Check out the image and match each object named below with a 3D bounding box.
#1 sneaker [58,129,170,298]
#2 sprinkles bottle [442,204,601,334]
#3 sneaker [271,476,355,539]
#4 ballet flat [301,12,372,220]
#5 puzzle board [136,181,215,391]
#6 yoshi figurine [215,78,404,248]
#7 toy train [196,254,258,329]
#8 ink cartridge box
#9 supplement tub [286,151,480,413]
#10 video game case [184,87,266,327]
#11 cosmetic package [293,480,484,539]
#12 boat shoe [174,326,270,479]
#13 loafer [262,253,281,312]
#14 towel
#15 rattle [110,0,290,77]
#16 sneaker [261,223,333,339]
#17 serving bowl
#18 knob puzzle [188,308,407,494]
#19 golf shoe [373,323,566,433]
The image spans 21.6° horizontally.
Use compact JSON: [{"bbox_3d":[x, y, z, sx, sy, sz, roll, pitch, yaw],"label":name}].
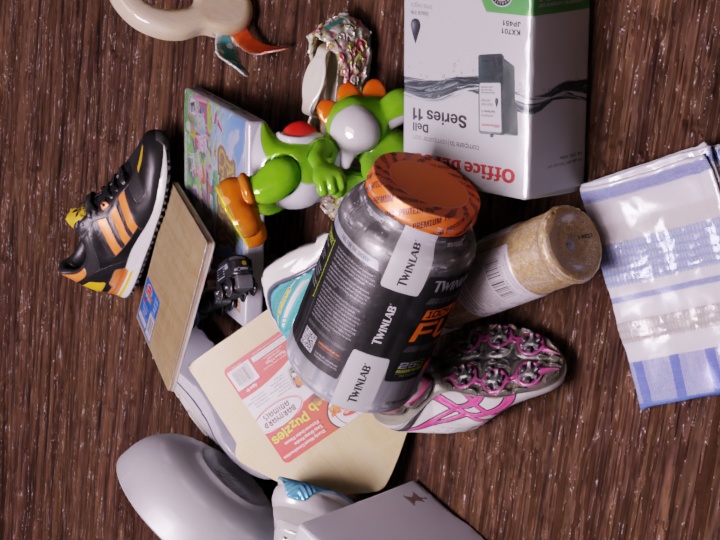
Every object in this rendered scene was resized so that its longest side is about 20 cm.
[{"bbox_3d":[-0.255,-0.060,1.949,0.070,0.089,0.201,-101,27,-53],"label":"sneaker"},{"bbox_3d":[0.117,0.002,1.621,0.199,0.068,0.069,-23,84,50],"label":"sprinkles bottle"},{"bbox_3d":[-0.049,0.258,1.784,0.076,0.081,0.200,15,153,14],"label":"sneaker"},{"bbox_3d":[-0.031,-0.137,1.747,0.075,0.064,0.202,16,111,40],"label":"ballet flat"},{"bbox_3d":[-0.180,0.012,1.855,0.200,0.017,0.152,-128,51,-66],"label":"puzzle board"},{"bbox_3d":[-0.023,-0.082,1.686,0.113,0.199,0.112,55,175,49],"label":"yoshi figurine"},{"bbox_3d":[-0.144,0.020,1.818,0.200,0.034,0.046,150,116,-64],"label":"toy train"},{"bbox_3d":[0.113,-0.169,1.587,0.146,0.083,0.202,13,109,42],"label":"ink cartridge box"},{"bbox_3d":[0.022,0.009,1.589,0.122,0.122,0.201,41,126,29],"label":"supplement tub"},{"bbox_3d":[-0.135,-0.065,1.848,0.182,0.022,0.202,-148,57,-61],"label":"video game case"},{"bbox_3d":[0.023,0.335,1.737,0.167,0.166,0.201,38,123,31],"label":"cosmetic package"},{"bbox_3d":[-0.140,0.141,1.927,0.200,0.071,0.070,45,156,20],"label":"boat shoe"},{"bbox_3d":[-0.079,0.082,1.852,0.072,0.072,0.202,26,113,59],"label":"loafer"},{"bbox_3d":[0.256,0.007,1.534,0.146,0.024,0.202,-15,90,46],"label":"towel"},{"bbox_3d":[-0.167,-0.240,1.853,0.199,0.130,0.143,36,139,1],"label":"rattle"},{"bbox_3d":[0.000,0.000,1.704,0.199,0.077,0.080,-34,61,27],"label":"sneaker"},{"bbox_3d":[-0.145,0.228,1.872,0.066,0.200,0.200,-48,64,10],"label":"serving bowl"},{"bbox_3d":[-0.036,0.122,1.791,0.218,0.030,0.222,1,95,8],"label":"knob puzzle"},{"bbox_3d":[0.099,0.101,1.685,0.199,0.092,0.073,-11,54,30],"label":"golf shoe"}]
